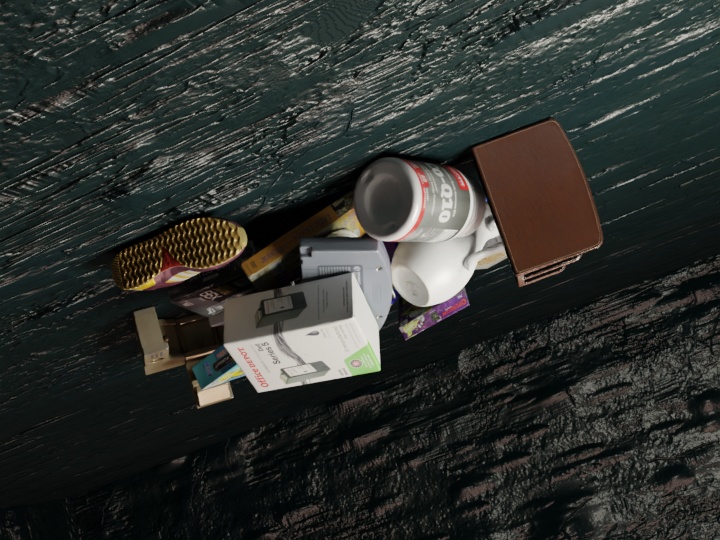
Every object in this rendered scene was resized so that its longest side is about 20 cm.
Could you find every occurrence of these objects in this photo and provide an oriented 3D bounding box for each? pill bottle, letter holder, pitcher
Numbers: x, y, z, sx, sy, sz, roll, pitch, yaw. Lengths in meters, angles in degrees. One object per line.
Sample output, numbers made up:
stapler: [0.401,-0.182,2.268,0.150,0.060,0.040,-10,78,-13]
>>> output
pill bottle: [0.091,-0.098,1.458,0.113,0.115,0.199,-27,165,35]
letter holder: [0.262,-0.100,1.489,0.140,0.203,0.101,-20,167,7]
pitcher: [0.155,-0.032,1.595,0.170,0.122,0.200,10,-136,48]

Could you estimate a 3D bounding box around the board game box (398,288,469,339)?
board game box: [0.119,0.052,1.701,0.119,0.032,0.200,-34,-172,9]

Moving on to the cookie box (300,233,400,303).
cookie box: [0.000,0.000,1.746,0.169,0.076,0.200,-1,161,-17]

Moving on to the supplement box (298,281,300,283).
supplement box: [-0.047,0.050,1.977,0.198,0.070,0.066,-4,159,-41]

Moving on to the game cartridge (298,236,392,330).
game cartridge: [-0.019,0.021,1.487,0.131,0.041,0.201,3,143,3]

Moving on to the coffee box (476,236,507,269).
coffee box: [0.258,-0.074,1.857,0.113,0.081,0.199,-4,161,-46]

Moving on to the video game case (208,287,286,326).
video game case: [-0.134,0.052,1.599,0.142,0.018,0.200,-20,176,18]

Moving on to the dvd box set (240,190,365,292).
dvd box set: [-0.081,-0.035,1.533,0.199,0.030,0.146,-34,166,-4]

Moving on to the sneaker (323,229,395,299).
sneaker: [-0.006,0.000,1.543,0.073,0.081,0.199,-38,149,19]

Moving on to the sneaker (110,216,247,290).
sneaker: [-0.244,-0.024,1.416,0.197,0.076,0.090,-14,176,11]

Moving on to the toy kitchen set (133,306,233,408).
toy kitchen set: [-0.289,0.148,1.822,0.197,0.165,0.181,-15,167,-15]

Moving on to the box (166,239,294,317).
box: [-0.208,0.019,1.657,0.156,0.050,0.200,-22,166,7]

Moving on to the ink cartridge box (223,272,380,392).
ink cartridge box: [-0.084,0.094,1.480,0.197,0.085,0.146,-12,141,12]

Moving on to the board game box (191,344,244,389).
board game box: [-0.177,0.133,1.770,0.199,0.047,0.150,-35,167,39]
